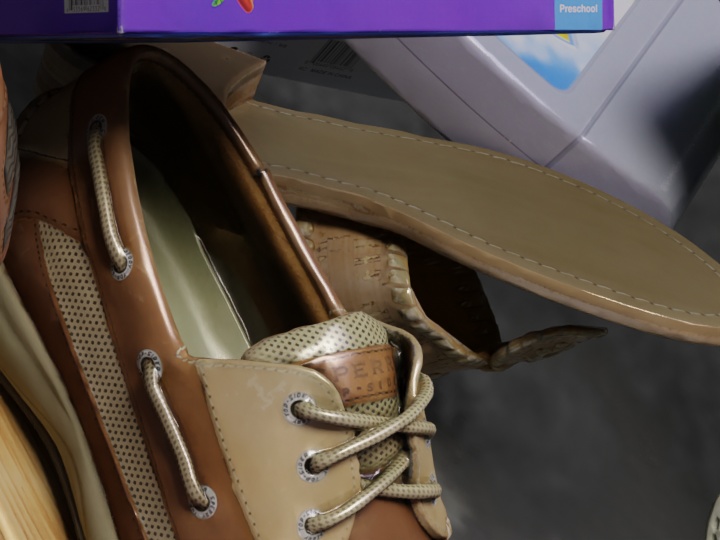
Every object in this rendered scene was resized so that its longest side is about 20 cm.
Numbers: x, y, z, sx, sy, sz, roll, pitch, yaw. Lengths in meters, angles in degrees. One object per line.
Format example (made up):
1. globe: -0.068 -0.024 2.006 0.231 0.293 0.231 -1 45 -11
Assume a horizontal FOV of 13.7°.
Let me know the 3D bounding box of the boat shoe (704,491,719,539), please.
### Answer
1. boat shoe: 0.164 0.132 0.816 0.200 0.075 0.062 52 31 0

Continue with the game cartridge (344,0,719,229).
1. game cartridge: 0.036 -0.100 0.901 0.200 0.040 0.133 45 42 -5

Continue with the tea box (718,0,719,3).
1. tea box: 0.218 -0.019 0.882 0.201 0.133 0.197 64 14 8

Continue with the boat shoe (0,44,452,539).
1. boat shoe: -0.022 0.039 0.653 0.075 0.074 0.200 -16 67 -50

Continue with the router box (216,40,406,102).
1. router box: -0.057 -0.147 0.928 0.199 0.049 0.180 8 50 -40

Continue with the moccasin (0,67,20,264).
1. moccasin: -0.172 -0.023 0.621 0.200 0.078 0.074 1 54 0

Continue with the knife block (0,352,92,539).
1. knife block: -0.079 0.042 0.711 0.199 0.064 0.176 33 38 -15

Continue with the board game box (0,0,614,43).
1. board game box: -0.055 -0.077 0.711 0.134 0.199 0.045 -3 95 -37

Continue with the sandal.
1. sandal: 0.002 -0.002 0.839 0.211 0.070 0.078 23 23 8
